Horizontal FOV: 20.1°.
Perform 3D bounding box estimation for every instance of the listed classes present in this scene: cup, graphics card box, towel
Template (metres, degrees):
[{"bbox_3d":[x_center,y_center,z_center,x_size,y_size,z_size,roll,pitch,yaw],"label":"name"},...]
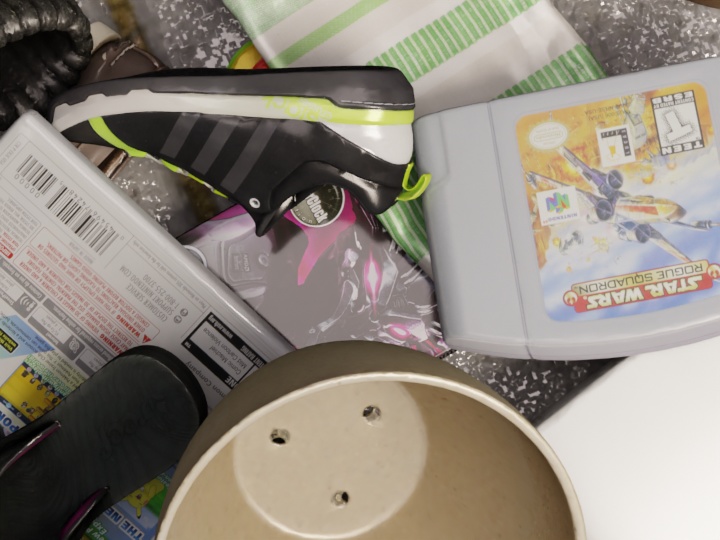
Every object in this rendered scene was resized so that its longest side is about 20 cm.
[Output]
[{"bbox_3d":[-0.006,0.112,0.966,0.198,0.143,0.202,-3,112,-8],"label":"cup"},{"bbox_3d":[0.000,0.000,1.075,0.199,0.051,0.126,-28,86,0],"label":"graphics card box"},{"bbox_3d":[0.044,-0.102,1.045,0.152,0.023,0.201,-34,87,-16],"label":"towel"}]

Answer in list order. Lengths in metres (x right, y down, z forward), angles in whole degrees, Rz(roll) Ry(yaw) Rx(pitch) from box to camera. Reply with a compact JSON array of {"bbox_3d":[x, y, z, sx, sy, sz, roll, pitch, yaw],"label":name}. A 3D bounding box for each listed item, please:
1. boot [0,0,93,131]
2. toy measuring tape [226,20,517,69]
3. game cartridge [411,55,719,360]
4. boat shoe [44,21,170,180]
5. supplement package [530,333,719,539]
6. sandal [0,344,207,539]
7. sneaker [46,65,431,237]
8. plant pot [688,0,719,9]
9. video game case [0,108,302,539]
[{"bbox_3d":[-0.255,-0.110,1.047,0.210,0.080,0.158,-37,59,-1],"label":"boot"},{"bbox_3d":[-0.007,-0.109,1.077,0.199,0.074,0.074,-28,85,-5],"label":"toy measuring tape"},{"bbox_3d":[0.130,-0.028,0.980,0.198,0.042,0.134,-11,69,7],"label":"game cartridge"},{"bbox_3d":[-0.167,-0.033,1.074,0.059,0.072,0.201,30,82,7],"label":"boat shoe"},{"bbox_3d":[0.184,0.076,1.030,0.199,0.117,0.118,-37,86,-2],"label":"supplement package"},{"bbox_3d":[-0.158,0.110,0.991,0.075,0.048,0.200,45,114,-2],"label":"sandal"},{"bbox_3d":[-0.064,-0.057,1.001,0.198,0.072,0.084,1,99,19],"label":"sneaker"},{"bbox_3d":[0.210,-0.244,1.066,0.199,0.093,0.203,0,85,3],"label":"plant pot"},{"bbox_3d":[-0.153,0.052,1.027,0.200,0.022,0.182,42,99,-10],"label":"video game case"}]
